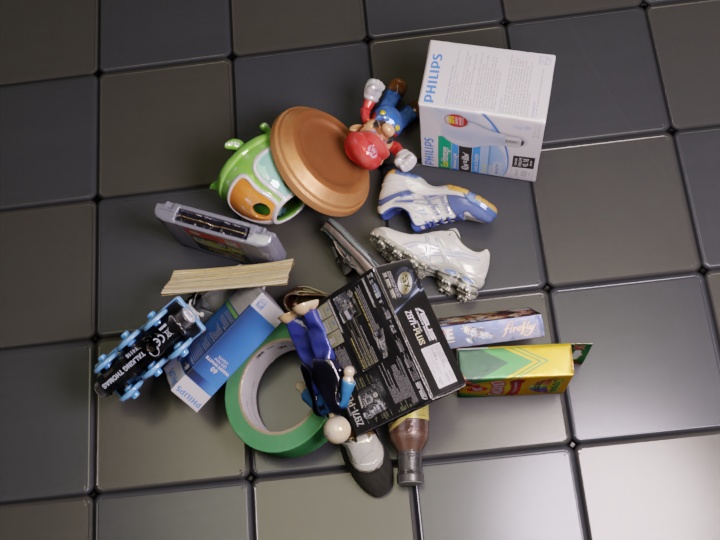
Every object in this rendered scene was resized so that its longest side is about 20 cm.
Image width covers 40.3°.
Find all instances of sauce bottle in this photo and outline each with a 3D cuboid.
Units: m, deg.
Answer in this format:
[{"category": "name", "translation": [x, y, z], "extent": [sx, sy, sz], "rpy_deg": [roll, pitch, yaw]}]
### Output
[{"category": "sauce bottle", "translation": [0.073, 0.222, 1.490], "extent": [0.064, 0.065, 0.202], "rpy_deg": [-2, 68, 4]}]

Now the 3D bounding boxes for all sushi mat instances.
[{"category": "sushi mat", "translation": [-0.205, 0.011, 1.524], "extent": [0.198, 0.096, 0.012], "rpy_deg": [-5, 112, 3]}]

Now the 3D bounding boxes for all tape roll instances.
[{"category": "tape roll", "translation": [-0.112, 0.182, 1.496], "extent": [0.199, 0.048, 0.202], "rpy_deg": [-10, 66, 23]}]

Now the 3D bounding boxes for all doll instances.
[{"category": "doll", "translation": [-0.058, 0.149, 1.402], "extent": [0.048, 0.136, 0.202], "rpy_deg": [-13, 79, -40]}]

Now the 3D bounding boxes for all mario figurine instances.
[{"category": "mario figurine", "translation": [0.050, -0.240, 1.606], "extent": [0.122, 0.107, 0.201], "rpy_deg": [19, 46, 15]}]

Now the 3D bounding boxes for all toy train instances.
[{"category": "toy train", "translation": [-0.325, 0.119, 1.510], "extent": [0.200, 0.114, 0.087], "rpy_deg": [-40, 96, 12]}]

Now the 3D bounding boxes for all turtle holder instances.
[{"category": "turtle holder", "translation": [-0.145, -0.148, 1.621], "extent": [0.132, 0.185, 0.141], "rpy_deg": [43, 113, 18]}]

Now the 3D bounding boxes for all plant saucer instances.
[{"category": "plant saucer", "translation": [-0.058, -0.184, 1.597], "extent": [0.037, 0.199, 0.202], "rpy_deg": [-33, 62, 40]}]

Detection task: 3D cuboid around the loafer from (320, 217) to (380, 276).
[{"category": "loafer", "translation": [0.000, 0.000, 1.579], "extent": [0.063, 0.072, 0.200], "rpy_deg": [-46, 76, 1]}]

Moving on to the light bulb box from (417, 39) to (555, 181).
[{"category": "light bulb box", "translation": [0.200, -0.255, 1.583], "extent": [0.198, 0.199, 0.126], "rpy_deg": [9, 69, 9]}]

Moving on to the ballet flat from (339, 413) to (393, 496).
[{"category": "ballet flat", "translation": [-0.007, 0.244, 1.487], "extent": [0.067, 0.068, 0.201], "rpy_deg": [-22, 70, -4]}]

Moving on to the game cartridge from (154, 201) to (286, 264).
[{"category": "game cartridge", "translation": [-0.222, -0.054, 1.581], "extent": [0.198, 0.133, 0.041], "rpy_deg": [15, 79, 12]}]

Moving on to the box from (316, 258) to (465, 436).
[{"category": "box", "translation": [0.032, 0.111, 1.406], "extent": [0.163, 0.086, 0.201], "rpy_deg": [-33, 77, 39]}]

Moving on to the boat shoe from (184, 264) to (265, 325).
[{"category": "boat shoe", "translation": [-0.246, 0.054, 1.583], "extent": [0.199, 0.060, 0.076], "rpy_deg": [-38, 71, -9]}]

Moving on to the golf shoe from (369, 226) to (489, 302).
[{"category": "golf shoe", "translation": [0.114, -0.032, 1.579], "extent": [0.199, 0.078, 0.098], "rpy_deg": [28, 72, 4]}]

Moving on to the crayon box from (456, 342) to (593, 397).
[{"category": "crayon box", "translation": [0.243, 0.150, 1.468], "extent": [0.198, 0.127, 0.051], "rpy_deg": [-4, 70, 4]}]

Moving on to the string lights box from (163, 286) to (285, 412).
[{"category": "string lights box", "translation": [-0.212, 0.111, 1.516], "extent": [0.200, 0.103, 0.059], "rpy_deg": [-47, 113, -2]}]

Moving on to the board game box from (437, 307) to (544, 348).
[{"category": "board game box", "translation": [0.171, 0.089, 1.492], "extent": [0.198, 0.135, 0.035], "rpy_deg": [-7, 92, 2]}]

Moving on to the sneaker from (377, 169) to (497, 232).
[{"category": "sneaker", "translation": [0.123, -0.097, 1.607], "extent": [0.198, 0.075, 0.089], "rpy_deg": [17, 80, 20]}]

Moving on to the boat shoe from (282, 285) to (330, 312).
[{"category": "boat shoe", "translation": [-0.032, 0.077, 1.534], "extent": [0.200, 0.075, 0.075], "rpy_deg": [14, 92, 19]}]
